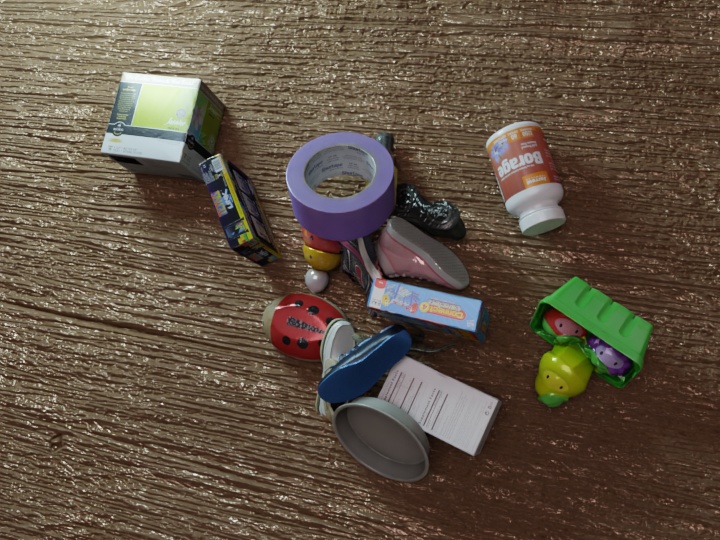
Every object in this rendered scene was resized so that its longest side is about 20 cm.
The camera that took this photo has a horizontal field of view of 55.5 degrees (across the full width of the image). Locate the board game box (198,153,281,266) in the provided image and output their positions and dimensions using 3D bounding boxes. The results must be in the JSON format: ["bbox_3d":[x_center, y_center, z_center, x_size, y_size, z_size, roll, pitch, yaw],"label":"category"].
[{"bbox_3d":[-0.248,-0.121,1.421,0.057,0.165,0.200,-25,73,6],"label":"board game box"}]

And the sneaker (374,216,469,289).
[{"bbox_3d":[0.114,-0.012,1.363,0.200,0.075,0.105,36,128,-3],"label":"sneaker"}]

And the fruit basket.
[{"bbox_3d":[0.388,0.146,1.224,0.215,0.156,0.216,-1,64,2],"label":"fruit basket"}]

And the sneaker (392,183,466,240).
[{"bbox_3d":[0.128,-0.109,1.374,0.200,0.091,0.076,34,84,41],"label":"sneaker"}]

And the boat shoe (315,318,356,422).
[{"bbox_3d":[-0.038,0.196,1.322,0.075,0.068,0.200,2,99,-25],"label":"boat shoe"}]

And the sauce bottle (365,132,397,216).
[{"bbox_3d":[0.045,-0.197,1.393,0.066,0.066,0.200,-2,56,14],"label":"sauce bottle"}]

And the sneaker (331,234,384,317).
[{"bbox_3d":[0.000,0.000,1.348,0.075,0.081,0.200,-19,104,-5],"label":"sneaker"}]

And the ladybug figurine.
[{"bbox_3d":[-0.113,0.113,1.385,0.200,0.072,0.136,13,81,16],"label":"ladybug figurine"}]

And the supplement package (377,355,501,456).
[{"bbox_3d":[0.146,0.247,1.269,0.200,0.114,0.110,24,84,19],"label":"supplement package"}]

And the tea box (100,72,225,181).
[{"bbox_3d":[-0.437,-0.320,1.529,0.200,0.134,0.197,10,81,16],"label":"tea box"}]

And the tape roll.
[{"bbox_3d":[-0.035,-0.159,1.284,0.200,0.085,0.200,-2,55,2],"label":"tape roll"}]

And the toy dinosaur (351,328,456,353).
[{"bbox_3d":[0.085,0.141,1.320,0.200,0.088,0.048,0,94,7],"label":"toy dinosaur"}]

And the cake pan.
[{"bbox_3d":[0.041,0.307,1.257,0.200,0.200,0.037,24,47,18],"label":"cake pan"}]

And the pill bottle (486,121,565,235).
[{"bbox_3d":[0.323,-0.175,1.318,0.112,0.112,0.200,-18,74,10],"label":"pill bottle"}]

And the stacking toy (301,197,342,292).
[{"bbox_3d":[-0.070,-0.050,1.397,0.146,0.146,0.200,15,98,17],"label":"stacking toy"}]

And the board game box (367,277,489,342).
[{"bbox_3d":[0.131,0.076,1.265,0.196,0.200,0.056,13,82,17],"label":"board game box"}]

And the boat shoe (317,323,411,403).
[{"bbox_3d":[0.010,0.174,1.260,0.200,0.069,0.084,-31,110,7],"label":"boat shoe"}]
